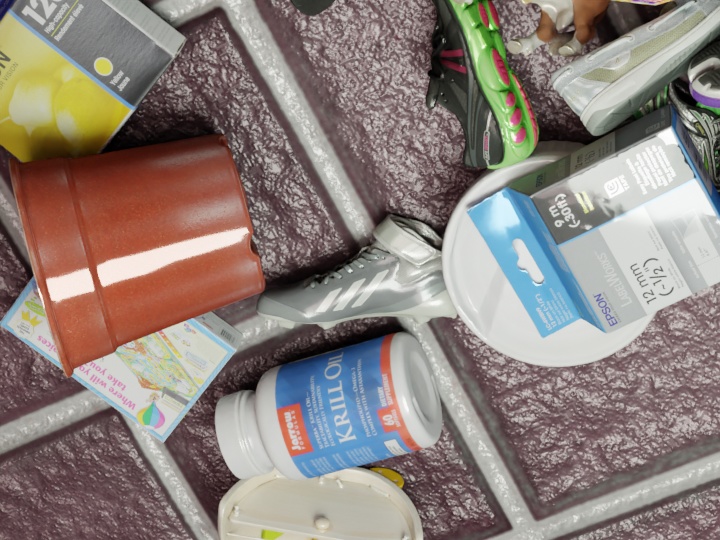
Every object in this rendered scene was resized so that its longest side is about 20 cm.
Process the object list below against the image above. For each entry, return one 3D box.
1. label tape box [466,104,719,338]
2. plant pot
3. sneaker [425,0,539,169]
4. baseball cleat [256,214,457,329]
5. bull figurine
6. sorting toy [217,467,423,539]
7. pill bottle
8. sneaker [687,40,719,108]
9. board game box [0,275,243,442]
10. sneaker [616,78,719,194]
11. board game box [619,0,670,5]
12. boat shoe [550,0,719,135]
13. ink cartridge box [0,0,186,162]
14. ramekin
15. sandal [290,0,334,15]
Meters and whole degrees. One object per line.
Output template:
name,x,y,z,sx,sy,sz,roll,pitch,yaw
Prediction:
label tape box,0.207,-0.028,1.658,0.199,0.066,0.144,-27,108,16
plant pot,-0.196,-0.027,1.757,0.193,0.201,0.203,-15,113,-6
sneaker,0.083,-0.180,1.678,0.083,0.077,0.202,-23,80,26
baseball cleat,0.000,0.000,1.820,0.198,0.070,0.108,-3,109,0
bull figurine,0.128,-0.262,1.646,0.199,0.122,0.065,34,148,-14
sorting toy,-0.038,0.287,1.941,0.198,0.107,0.181,9,123,5
pill bottle,-0.032,0.135,1.855,0.198,0.112,0.113,-17,111,17
sneaker,0.360,-0.140,1.646,0.198,0.081,0.084,3,130,-24
board game box,-0.232,0.057,1.898,0.199,0.034,0.135,37,115,-8
sneaker,0.291,-0.106,1.705,0.085,0.078,0.201,-32,105,21
board game box,0.162,-0.301,1.582,0.198,0.046,0.153,2,89,-18
boat shoe,0.249,-0.193,1.637,0.201,0.075,0.065,-39,77,-15
ink cartridge box,-0.290,-0.197,1.773,0.199,0.047,0.198,36,124,-11
ramekin,0.174,-0.023,1.751,0.200,0.094,0.204,3,114,6
sandal,0.002,-0.296,1.669,0.075,0.045,0.200,13,124,-45
